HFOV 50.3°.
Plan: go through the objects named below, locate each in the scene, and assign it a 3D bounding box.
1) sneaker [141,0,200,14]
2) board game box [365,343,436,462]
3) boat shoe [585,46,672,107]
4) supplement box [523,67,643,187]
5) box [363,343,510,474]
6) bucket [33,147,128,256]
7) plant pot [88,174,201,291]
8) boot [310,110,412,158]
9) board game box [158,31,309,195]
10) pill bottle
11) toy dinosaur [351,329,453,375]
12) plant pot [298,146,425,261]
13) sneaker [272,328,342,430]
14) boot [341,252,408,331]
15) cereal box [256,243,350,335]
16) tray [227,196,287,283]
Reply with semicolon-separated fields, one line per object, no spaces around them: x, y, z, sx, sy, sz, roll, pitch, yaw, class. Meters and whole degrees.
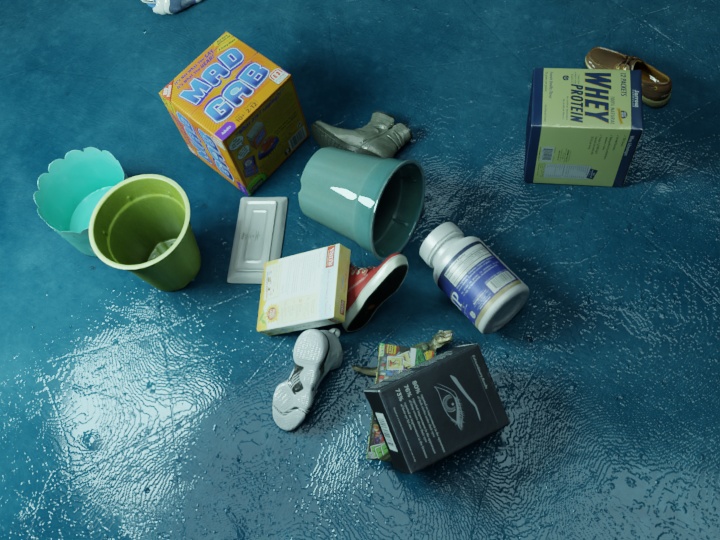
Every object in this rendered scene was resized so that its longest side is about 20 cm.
-0.489;-0.726;1.911;0.145;0.081;0.202;-21;69;-7;sneaker
0.072;0.236;1.355;0.103;0.023;0.203;8;80;-7;board game box
0.565;-0.421;1.609;0.199;0.068;0.072;38;75;23;boat shoe
0.425;-0.273;1.485;0.197;0.201;0.136;4;66;9;supplement box
0.128;0.230;1.297;0.198;0.104;0.150;-21;87;-16;box
-0.559;-0.139;1.610;0.204;0.135;0.210;-3;65;7;bucket
-0.399;-0.052;1.513;0.197;0.191;0.203;-4;63;8;plant pot
0.003;-0.292;1.644;0.198;0.068;0.131;30;67;13;boot
-0.259;-0.328;1.616;0.199;0.200;0.200;37;74;23;board game box
0.206;0.009;1.429;0.119;0.120;0.200;-37;64;-10;pill bottle
0.089;0.179;1.410;0.198;0.048;0.089;-22;60;3;toy dinosaur
-0.004;-0.146;1.505;0.194;0.201;0.202;23;69;26;plant pot
-0.090;0.196;1.414;0.074;0.115;0.202;25;105;20;sneaker
0.000;0.000;1.437;0.072;0.200;0.145;-2;54;-43;boot
-0.109;0.039;1.454;0.198;0.039;0.146;-11;64;36;cereal box
-0.214;-0.069;1.586;0.106;0.022;0.203;0;65;10;tray
